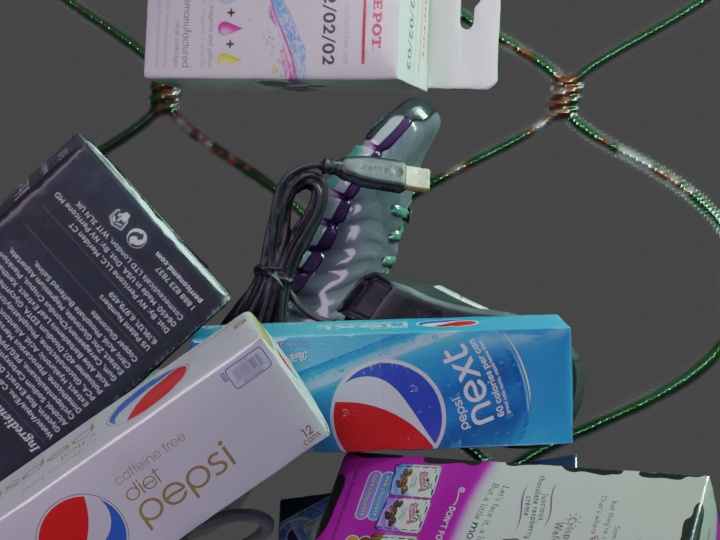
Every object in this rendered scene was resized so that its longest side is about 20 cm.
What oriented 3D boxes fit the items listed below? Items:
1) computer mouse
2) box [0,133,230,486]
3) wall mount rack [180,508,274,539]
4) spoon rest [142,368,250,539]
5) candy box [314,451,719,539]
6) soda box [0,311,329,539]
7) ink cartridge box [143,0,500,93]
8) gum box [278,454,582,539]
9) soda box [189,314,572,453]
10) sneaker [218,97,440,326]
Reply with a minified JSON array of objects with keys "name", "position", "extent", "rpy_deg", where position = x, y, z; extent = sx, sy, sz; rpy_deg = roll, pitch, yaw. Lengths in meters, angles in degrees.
[{"name":"computer mouse","position":[0.032,0.014,1.386],"extent":[0.199,0.046,0.141],"rpy_deg":[13,93,-3]},{"name":"box","position":[-0.187,0.032,1.378],"extent":[0.200,0.197,0.117],"rpy_deg":[-43,98,-3]},{"name":"wall mount rack","position":[-0.139,0.185,1.335],"extent":[0.199,0.174,0.075],"rpy_deg":[-22,66,8]},{"name":"spoon rest","position":[-0.151,0.131,1.420],"extent":[0.200,0.061,0.100],"rpy_deg":[-31,97,0]},{"name":"candy box","position":[0.072,0.166,1.258],"extent":[0.199,0.061,0.137],"rpy_deg":[2,50,24]},{"name":"soda box","position":[-0.116,0.106,1.257],"extent":[0.200,0.068,0.064],"rpy_deg":[-34,104,-1]},{"name":"ink cartridge box","position":[-0.021,-0.165,1.475],"extent":[0.199,0.068,0.116],"rpy_deg":[1,88,17]},{"name":"gum box","position":[0.039,0.200,1.315],"extent":[0.169,0.045,0.201],"rpy_deg":[-10,49,13]},{"name":"soda box","position":[0.010,0.060,1.331],"extent":[0.199,0.068,0.064],"rpy_deg":[-2,95,-1]},{"name":"sneaker","position":[0.000,0.000,1.433],"extent":[0.087,0.074,0.200],"rpy_deg":[36,89,5]}]
